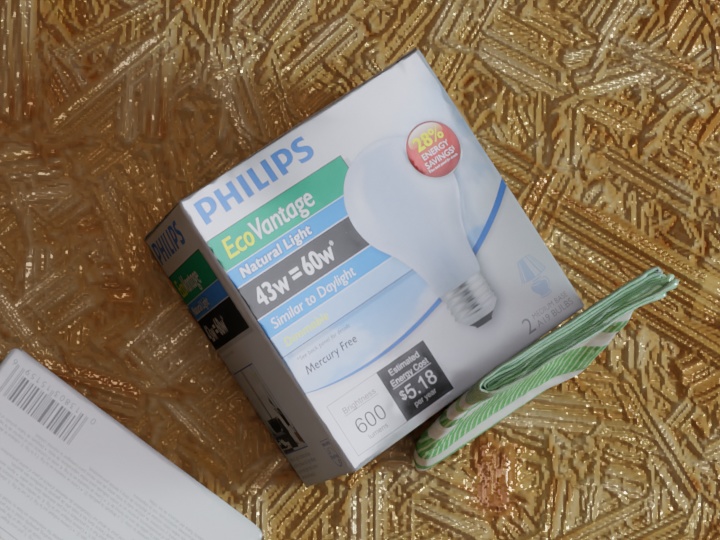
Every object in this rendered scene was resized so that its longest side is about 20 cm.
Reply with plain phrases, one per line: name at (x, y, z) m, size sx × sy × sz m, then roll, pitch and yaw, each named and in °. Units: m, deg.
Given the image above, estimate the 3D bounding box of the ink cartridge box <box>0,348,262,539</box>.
ink cartridge box at (-0.188, 0.177, 1.294) m, size 0.199 × 0.044 × 0.174 m, roll 37°, pitch 72°, yaw -6°

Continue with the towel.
towel at (0.111, 0.065, 1.322) m, size 0.152 × 0.200 × 0.023 m, roll -30°, pitch 82°, yaw -20°

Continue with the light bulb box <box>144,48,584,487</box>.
light bulb box at (0.000, 0.000, 1.343) m, size 0.198 × 0.125 × 0.201 m, roll -34°, pitch 90°, yaw -20°
